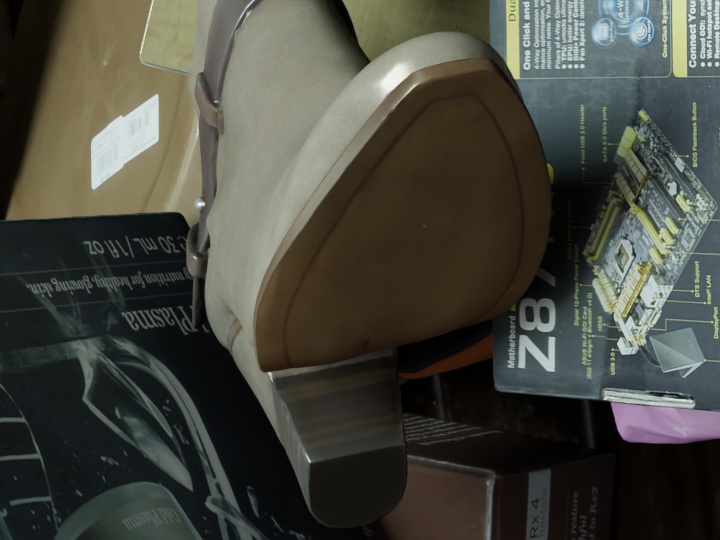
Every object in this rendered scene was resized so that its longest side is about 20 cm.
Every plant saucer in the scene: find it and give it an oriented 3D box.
[{"bbox_3d":[-0.078,-0.063,0.899,0.200,0.029,0.201,-24,61,55],"label":"plant saucer"}]

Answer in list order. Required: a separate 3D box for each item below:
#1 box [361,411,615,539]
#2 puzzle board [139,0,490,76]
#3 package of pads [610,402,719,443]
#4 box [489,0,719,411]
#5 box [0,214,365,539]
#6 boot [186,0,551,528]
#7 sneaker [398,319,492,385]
[{"bbox_3d":[-0.016,0.096,0.881,0.199,0.075,0.101,10,100,41],"label":"box"},{"bbox_3d":[0.029,-0.142,0.787,0.150,0.017,0.201,14,94,-2],"label":"puzzle board"},{"bbox_3d":[0.169,-0.009,0.684,0.199,0.120,0.076,-13,91,40],"label":"package of pads"},{"bbox_3d":[0.105,-0.065,0.623,0.161,0.049,0.201,2,95,38],"label":"box"},{"bbox_3d":[-0.091,0.098,0.734,0.124,0.200,0.197,-33,80,21],"label":"box"},{"bbox_3d":[-0.011,-0.035,0.679,0.200,0.070,0.147,107,154,-50],"label":"boot"},{"bbox_3d":[0.000,0.000,0.832,0.199,0.112,0.078,-14,84,40],"label":"sneaker"}]
